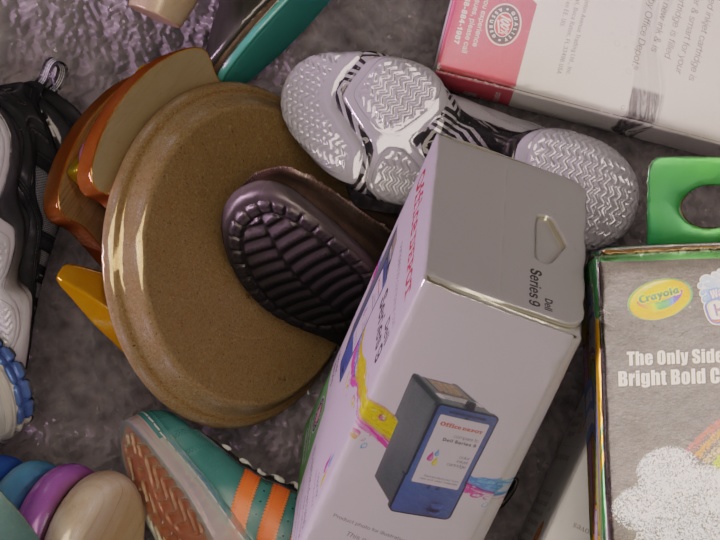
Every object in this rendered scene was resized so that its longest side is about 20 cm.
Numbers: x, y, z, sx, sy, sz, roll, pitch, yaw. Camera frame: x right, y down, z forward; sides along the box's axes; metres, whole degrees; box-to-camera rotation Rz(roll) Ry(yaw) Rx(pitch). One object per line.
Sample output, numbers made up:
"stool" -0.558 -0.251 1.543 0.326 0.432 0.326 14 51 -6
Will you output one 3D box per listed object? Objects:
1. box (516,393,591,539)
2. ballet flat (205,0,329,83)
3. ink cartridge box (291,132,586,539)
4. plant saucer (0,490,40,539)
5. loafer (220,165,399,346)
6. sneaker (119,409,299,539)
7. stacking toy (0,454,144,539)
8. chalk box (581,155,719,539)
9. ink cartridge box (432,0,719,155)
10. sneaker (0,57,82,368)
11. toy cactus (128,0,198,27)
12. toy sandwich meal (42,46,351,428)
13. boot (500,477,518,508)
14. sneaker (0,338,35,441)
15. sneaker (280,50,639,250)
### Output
"box" 0.155 0.123 1.535 0.106 0.152 0.200 25 88 0
"ballet flat" -0.023 -0.184 1.591 0.200 0.068 0.068 -41 75 1
"ink cartridge box" 0.038 0.055 1.442 0.087 0.145 0.200 20 122 -9
"plant saucer" -0.240 0.148 1.500 0.200 0.200 0.036 40 54 1
"loafer" 0.000 0.000 1.551 0.073 0.200 0.071 -21 45 31
"sneaker" -0.045 0.142 1.521 0.080 0.071 0.200 -31 67 -31
"stacking toy" -0.218 0.124 1.547 0.200 0.085 0.085 16 87 24
"chalk box" 0.171 0.046 1.403 0.124 0.124 0.200 -1 86 1
"ink cartridge box" 0.152 -0.148 1.582 0.200 0.083 0.147 15 87 0
"sneaker" -0.183 -0.017 1.572 0.075 0.114 0.200 20 124 28
"toy cactus" -0.074 -0.208 1.548 0.200 0.102 0.165 21 86 41
"toy sandwich meal" -0.085 -0.013 1.555 0.205 0.070 0.205 0 90 -46
"boot" -0.032 0.147 1.581 0.200 0.069 0.174 21 80 -1
"sneaker" -0.274 0.045 1.534 0.200 0.085 0.077 23 129 23
"sneaker" 0.055 -0.057 1.565 0.200 0.115 0.075 20 87 9
